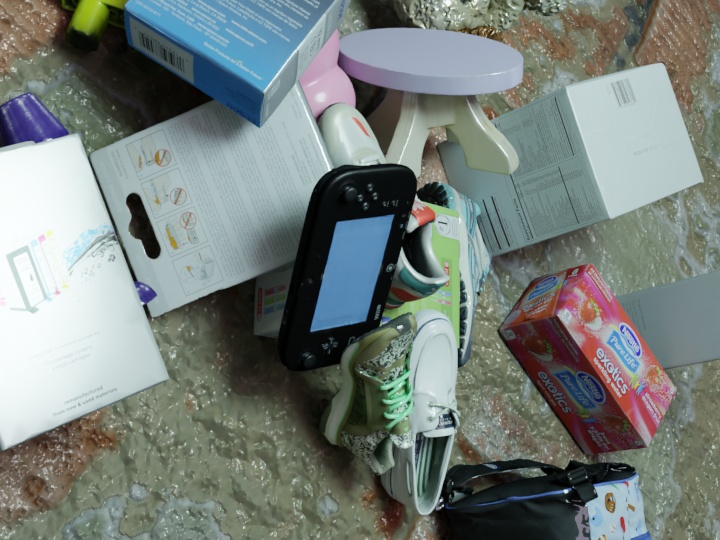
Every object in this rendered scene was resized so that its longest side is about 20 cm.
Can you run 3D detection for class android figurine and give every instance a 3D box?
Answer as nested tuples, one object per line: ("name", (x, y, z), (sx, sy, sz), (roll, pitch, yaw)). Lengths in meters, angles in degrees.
("android figurine", (-0.194, -0.280, 1.033), (0.181, 0.041, 0.201), (19, 67, -7))

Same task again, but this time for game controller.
("game controller", (-0.012, -0.002, 0.977), (0.104, 0.042, 0.201), (-3, 124, -29))

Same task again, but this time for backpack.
("backpack", (0.206, 0.265, 1.162), (0.190, 0.199, 0.156), (-9, 88, -47))

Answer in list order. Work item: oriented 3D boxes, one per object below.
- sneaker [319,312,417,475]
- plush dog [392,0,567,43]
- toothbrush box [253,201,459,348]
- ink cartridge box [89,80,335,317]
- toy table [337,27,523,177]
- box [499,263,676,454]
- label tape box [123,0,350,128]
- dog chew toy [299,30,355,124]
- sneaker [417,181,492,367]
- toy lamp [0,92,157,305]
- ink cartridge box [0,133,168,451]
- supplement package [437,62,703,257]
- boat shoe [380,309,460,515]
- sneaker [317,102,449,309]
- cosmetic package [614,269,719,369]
("sneaker", (0.028, 0.116, 1.033), (0.077, 0.201, 0.089), (-27, 62, -32))
("plush dog", (0.102, -0.302, 1.240), (0.200, 0.161, 0.171), (45, 45, 10))
("toothbrush box", (0.000, 0.000, 1.120), (0.199, 0.086, 0.147), (11, 73, -38))
("ink cartridge box", (-0.120, -0.067, 1.015), (0.050, 0.199, 0.163), (4, 64, -85))
("toy table", (0.071, -0.168, 1.143), (0.183, 0.199, 0.118), (-29, 128, -37))
("box", (0.264, 0.104, 1.305), (0.201, 0.095, 0.100), (54, 51, -15))
("label tape box", (-0.089, -0.244, 0.983), (0.143, 0.066, 0.201), (32, 66, 6))
("dog chew toy", (-0.062, -0.170, 1.099), (0.124, 0.124, 0.201), (-38, 111, -39))
("sneaker", (0.110, 0.006, 1.218), (0.086, 0.077, 0.202), (10, 72, -41))
("toy lamp", (-0.243, -0.053, 0.953), (0.058, 0.058, 0.201), (-35, 100, -40))
("ink cartridge box", (-0.269, 0.023, 0.851), (0.144, 0.147, 0.202), (-22, 92, -41))
("supplement package", (0.234, -0.121, 1.273), (0.190, 0.199, 0.148), (-19, 90, -42))
("boat shoe", (0.070, 0.140, 1.095), (0.073, 0.067, 0.202), (-7, 113, -30))
("sneaker", (0.028, -0.066, 1.041), (0.070, 0.093, 0.201), (-23, 96, -39))
("cosmetic package", (0.381, 0.062, 1.345), (0.074, 0.199, 0.103), (-11, 86, -40))
